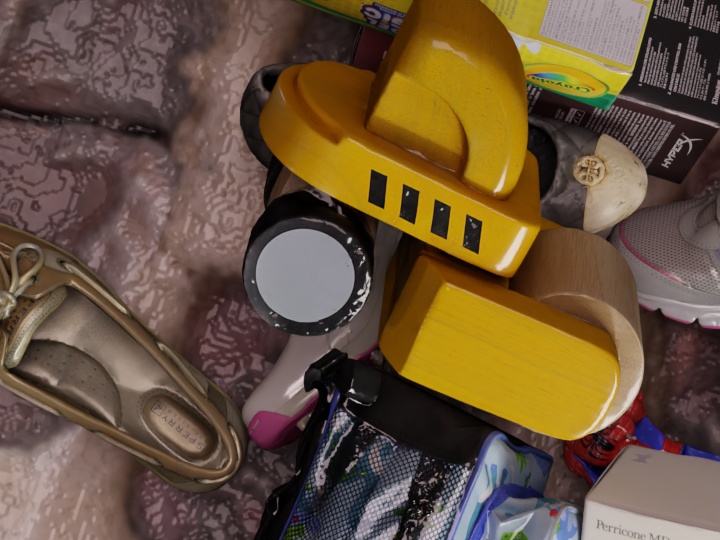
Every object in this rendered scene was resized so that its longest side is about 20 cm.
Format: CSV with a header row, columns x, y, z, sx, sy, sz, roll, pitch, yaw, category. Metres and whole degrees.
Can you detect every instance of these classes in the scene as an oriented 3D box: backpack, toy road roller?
x,y,z,sx,sy,sz,roll,pitch,yaw,category
0.018,0.162,0.986,0.146,0.183,0.201,26,88,17,backpack
0.049,-0.032,0.938,0.199,0.123,0.146,25,113,-7,toy road roller

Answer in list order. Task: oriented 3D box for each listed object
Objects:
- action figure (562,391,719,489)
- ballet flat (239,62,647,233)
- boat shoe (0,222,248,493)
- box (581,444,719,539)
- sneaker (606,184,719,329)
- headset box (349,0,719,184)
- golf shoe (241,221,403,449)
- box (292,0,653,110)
x,y,z,sx,sy,sz,roll,pitch,yaw,category
0.165,0.114,1.048,0.199,0.099,0.065,29,111,2,action figure
0.038,-0.055,1.018,0.199,0.057,0.067,10,71,4,ballet flat
-0.141,0.039,1.052,0.200,0.063,0.073,39,83,0,boat shoe
0.141,0.188,0.982,0.082,0.068,0.201,10,112,23,box
0.215,-0.035,1.047,0.199,0.082,0.089,-11,126,11,sneaker
0.088,-0.147,1.062,0.199,0.077,0.150,15,68,-2,headset box
0.000,0.000,1.068,0.091,0.075,0.200,41,76,9,golf shoe
0.041,-0.162,0.994,0.199,0.048,0.118,20,68,-3,box
